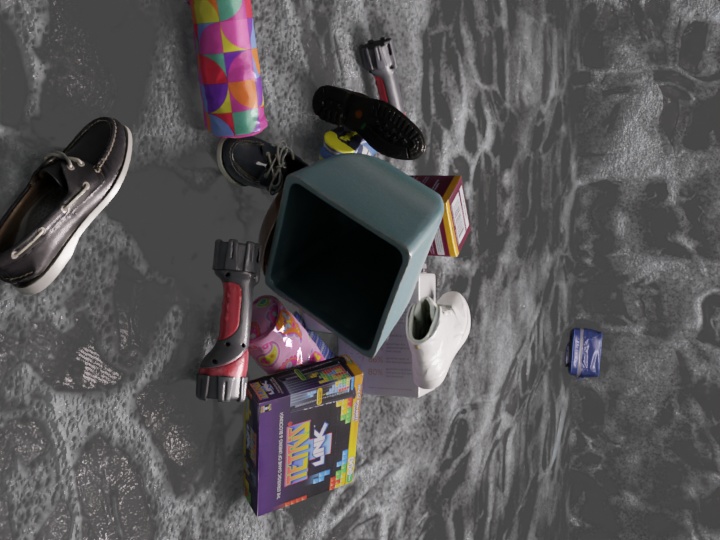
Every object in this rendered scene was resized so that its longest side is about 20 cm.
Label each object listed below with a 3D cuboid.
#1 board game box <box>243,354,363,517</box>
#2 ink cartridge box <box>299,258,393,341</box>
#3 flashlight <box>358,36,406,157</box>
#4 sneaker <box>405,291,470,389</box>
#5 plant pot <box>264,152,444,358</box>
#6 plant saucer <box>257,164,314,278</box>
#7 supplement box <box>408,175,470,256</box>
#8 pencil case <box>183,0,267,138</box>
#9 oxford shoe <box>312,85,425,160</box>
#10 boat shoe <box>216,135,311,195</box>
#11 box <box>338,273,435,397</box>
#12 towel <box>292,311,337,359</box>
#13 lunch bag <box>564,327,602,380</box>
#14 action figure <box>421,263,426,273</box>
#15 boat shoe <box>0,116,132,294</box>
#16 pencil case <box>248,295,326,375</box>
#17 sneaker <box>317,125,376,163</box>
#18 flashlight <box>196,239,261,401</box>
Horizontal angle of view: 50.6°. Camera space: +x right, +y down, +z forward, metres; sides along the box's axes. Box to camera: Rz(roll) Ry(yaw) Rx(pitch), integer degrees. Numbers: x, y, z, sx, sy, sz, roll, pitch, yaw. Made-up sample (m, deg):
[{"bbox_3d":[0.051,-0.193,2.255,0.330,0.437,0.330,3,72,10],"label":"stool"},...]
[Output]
[{"bbox_3d":[-0.083,0.234,1.083,0.162,0.057,0.205,-13,123,-29],"label":"board game box"},{"bbox_3d":[0.000,0.000,1.218,0.089,0.141,0.203,72,31,-43],"label":"ink cartridge box"},{"bbox_3d":[0.043,-0.308,1.364,0.067,0.068,0.204,-29,121,-18],"label":"flashlight"},{"bbox_3d":[0.127,0.076,1.219,0.202,0.072,0.118,-63,148,-45],"label":"sneaker"},{"bbox_3d":[0.011,-0.048,1.060,0.200,0.194,0.199,-42,158,-45],"label":"plant pot"},{"bbox_3d":[-0.085,-0.075,1.105,0.201,0.034,0.202,-47,159,-24],"label":"plant saucer"},{"bbox_3d":[0.081,-0.097,1.318,0.086,0.195,0.112,-55,140,-44],"label":"supplement box"},{"bbox_3d":[-0.168,-0.268,0.944,0.088,0.086,0.206,-35,123,-55],"label":"pencil case"},{"bbox_3d":[0.025,-0.239,1.202,0.084,0.198,0.074,-22,142,-63],"label":"oxford shoe"},{"bbox_3d":[-0.124,-0.142,1.064,0.199,0.060,0.077,21,77,-61],"label":"boat shoe"},{"bbox_3d":[0.047,0.106,1.313,0.106,0.148,0.206,3,88,-68],"label":"box"},{"bbox_3d":[-0.082,0.178,1.235,0.201,0.023,0.148,54,47,-51],"label":"towel"},{"bbox_3d":[0.868,0.329,2.979,0.136,0.128,0.206,37,60,-76],"label":"lunch bag"},{"bbox_3d":[0.121,-0.051,1.512,0.199,0.103,0.199,24,82,-59],"label":"action figure"},{"bbox_3d":[-0.293,-0.077,0.743,0.203,0.072,0.061,-63,150,-22],"label":"boat shoe"},{"bbox_3d":[-0.101,0.127,1.104,0.201,0.086,0.089,54,48,-40],"label":"pencil case"},{"bbox_3d":[-0.023,-0.187,1.244,0.200,0.072,0.084,-39,151,-64],"label":"sneaker"},{"bbox_3d":[-0.174,0.064,0.989,0.068,0.066,0.206,20,72,-74],"label":"flashlight"}]
